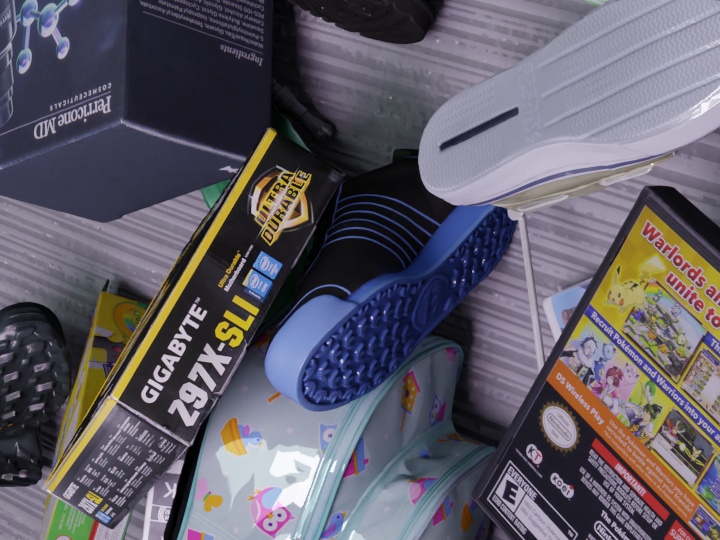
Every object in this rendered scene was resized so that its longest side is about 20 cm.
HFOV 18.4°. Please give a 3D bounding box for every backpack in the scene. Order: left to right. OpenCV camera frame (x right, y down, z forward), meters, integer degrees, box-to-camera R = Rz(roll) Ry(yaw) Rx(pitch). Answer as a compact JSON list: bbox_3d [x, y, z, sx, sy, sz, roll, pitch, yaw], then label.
[{"bbox_3d":[-0.014,0.118,1.164,0.153,0.176,0.200,17,113,23],"label":"backpack"}]

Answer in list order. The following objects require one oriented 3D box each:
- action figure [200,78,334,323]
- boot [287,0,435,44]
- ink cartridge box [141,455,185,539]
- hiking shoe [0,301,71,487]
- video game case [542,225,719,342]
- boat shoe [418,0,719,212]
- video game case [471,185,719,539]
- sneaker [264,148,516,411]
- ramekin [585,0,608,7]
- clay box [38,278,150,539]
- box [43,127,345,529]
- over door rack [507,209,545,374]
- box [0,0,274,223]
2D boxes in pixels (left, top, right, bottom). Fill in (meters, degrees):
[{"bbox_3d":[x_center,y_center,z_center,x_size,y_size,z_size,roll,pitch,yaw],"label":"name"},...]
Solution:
[{"bbox_3d":[-0.056,-0.063,1.247,0.118,0.055,0.200,-46,61,40],"label":"action figure"},{"bbox_3d":[-0.016,-0.233,1.154,0.158,0.211,0.079,-58,20,-13],"label":"boot"},{"bbox_3d":[-0.102,0.166,1.274,0.039,0.099,0.200,5,87,5],"label":"ink cartridge box"},{"bbox_3d":[-0.225,0.062,1.375,0.200,0.074,0.087,119,145,-56],"label":"hiking shoe"},{"bbox_3d":[0.190,0.079,1.069,0.182,0.023,0.200,-24,83,43],"label":"video game case"},{"bbox_3d":[0.111,-0.073,0.990,0.200,0.062,0.072,-17,68,47],"label":"boat shoe"},{"bbox_3d":[0.152,0.093,0.964,0.200,0.025,0.181,46,122,35],"label":"video game case"},{"bbox_3d":[0.000,0.000,1.105,0.078,0.200,0.070,25,127,23],"label":"sneaker"},{"bbox_3d":[0.153,-0.203,0.992,0.200,0.098,0.200,10,106,42],"label":"ramekin"},{"bbox_3d":[-0.153,0.099,1.316,0.048,0.200,0.115,15,117,-8],"label":"clay box"},{"bbox_3d":[-0.087,0.034,1.112,0.049,0.160,0.200,33,157,-5],"label":"box"},{"bbox_3d":[0.140,0.008,1.047,0.148,0.067,0.200,-31,65,40],"label":"over door rack"},{"bbox_3d":[-0.133,-0.144,1.226,0.148,0.107,0.200,-16,68,43],"label":"box"}]
